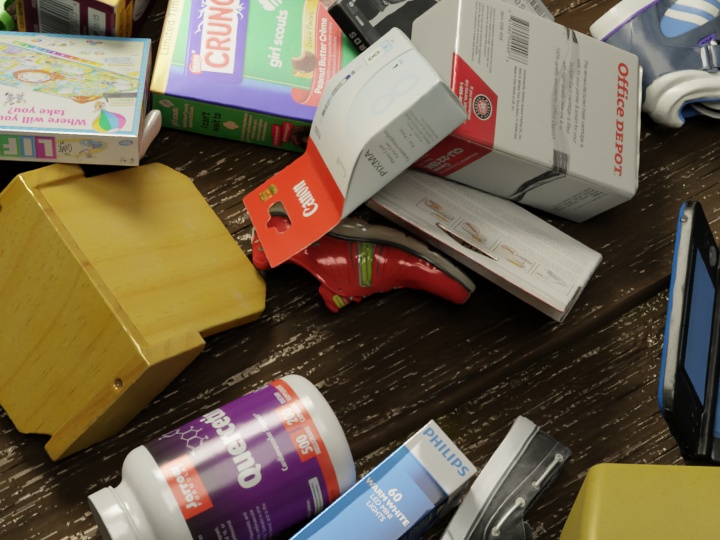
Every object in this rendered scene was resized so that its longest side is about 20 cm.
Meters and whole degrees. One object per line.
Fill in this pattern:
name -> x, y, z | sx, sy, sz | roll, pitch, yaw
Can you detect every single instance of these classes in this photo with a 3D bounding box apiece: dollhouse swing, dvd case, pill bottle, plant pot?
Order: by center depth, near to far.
plant pot -> 0.242, 0.260, 1.329 | 0.200, 0.200, 0.177 | 3, 55, -5
pill bottle -> -0.111, 0.171, 1.360 | 0.200, 0.112, 0.113 | -25, 72, -16
dollhouse swing -> -0.216, 0.025, 1.454 | 0.182, 0.176, 0.200 | -44, 74, 22
dvd case -> 0.078, -0.232, 1.552 | 0.150, 0.025, 0.200 | 51, 54, -9

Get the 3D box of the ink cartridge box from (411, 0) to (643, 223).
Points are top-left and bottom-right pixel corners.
ink cartridge box -> 0.145, -0.143, 1.500 | 0.200, 0.084, 0.145 | 17, 66, -26

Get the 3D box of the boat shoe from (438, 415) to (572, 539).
boat shoe -> 0.109, 0.214, 1.395 | 0.068, 0.072, 0.200 | 32, 60, 9

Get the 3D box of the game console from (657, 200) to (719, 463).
game console -> 0.336, 0.061, 1.461 | 0.118, 0.171, 0.200 | 0, 64, 23

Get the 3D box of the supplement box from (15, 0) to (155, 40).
supplement box -> -0.226, -0.300, 1.541 | 0.103, 0.131, 0.200 | 22, 67, 2

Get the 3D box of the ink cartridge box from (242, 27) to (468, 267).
ink cartridge box -> -0.019, -0.105, 1.402 | 0.200, 0.160, 0.047 | -37, 116, 4

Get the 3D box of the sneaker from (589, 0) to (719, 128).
sneaker -> 0.325, -0.214, 1.602 | 0.200, 0.081, 0.147 | -32, 83, -23

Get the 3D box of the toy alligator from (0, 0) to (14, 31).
toy alligator -> -0.379, -0.206, 1.520 | 0.200, 0.059, 0.054 | -29, 73, -17

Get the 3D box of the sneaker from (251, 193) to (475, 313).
sneaker -> 0.000, 0.000, 1.481 | 0.200, 0.077, 0.085 | 18, 86, 4

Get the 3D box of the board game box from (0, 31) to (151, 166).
board game box -> -0.283, -0.149, 1.447 | 0.200, 0.034, 0.135 | 3, 45, -3

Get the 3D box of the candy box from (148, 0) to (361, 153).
candy box -> -0.081, -0.200, 1.543 | 0.200, 0.077, 0.169 | 9, 66, -2

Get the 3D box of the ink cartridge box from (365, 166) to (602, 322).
ink cartridge box -> 0.097, -0.024, 1.449 | 0.200, 0.045, 0.176 | 31, 24, 8

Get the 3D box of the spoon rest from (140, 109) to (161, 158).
spoon rest -> -0.268, -0.143, 1.517 | 0.200, 0.061, 0.099 | 22, 64, 18

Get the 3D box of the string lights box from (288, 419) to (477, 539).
string lights box -> -0.003, 0.216, 1.359 | 0.200, 0.103, 0.059 | -38, 75, -20
